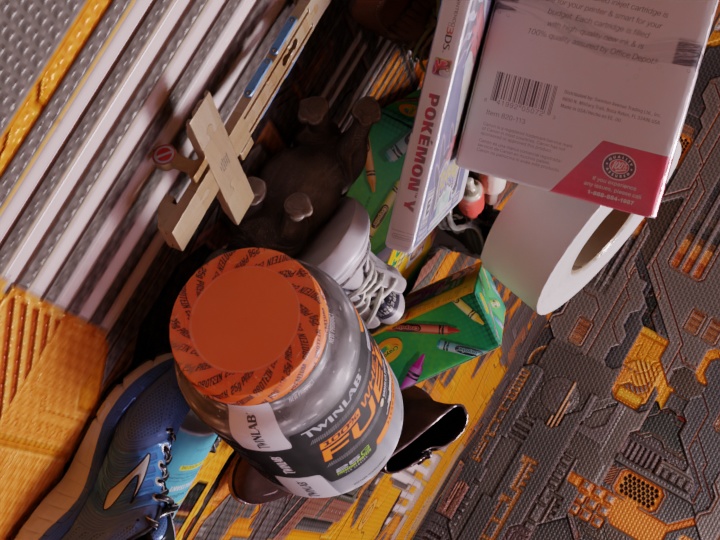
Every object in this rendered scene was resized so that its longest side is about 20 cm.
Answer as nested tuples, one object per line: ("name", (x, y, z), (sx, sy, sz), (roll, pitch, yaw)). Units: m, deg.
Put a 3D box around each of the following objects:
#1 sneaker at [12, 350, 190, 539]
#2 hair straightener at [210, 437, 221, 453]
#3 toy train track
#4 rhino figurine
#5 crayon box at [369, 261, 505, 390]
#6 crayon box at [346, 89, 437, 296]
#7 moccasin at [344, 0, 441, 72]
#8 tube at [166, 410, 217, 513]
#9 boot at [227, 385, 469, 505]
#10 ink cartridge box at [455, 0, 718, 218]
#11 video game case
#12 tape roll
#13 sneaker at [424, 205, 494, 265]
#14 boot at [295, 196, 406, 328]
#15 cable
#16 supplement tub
("sneaker", (-0.150, 0.146, 0.878), (0.200, 0.089, 0.079), (-60, 166, -13))
("hair straightener", (-0.102, 0.125, 1.097), (0.077, 0.041, 0.200), (-56, 165, -20))
("toy train track", (-0.075, -0.104, 0.788), (0.200, 0.032, 0.115), (-62, 160, -21))
("rhino figurine", (-0.060, -0.036, 0.898), (0.200, 0.060, 0.087), (-53, 174, -19))
("crayon box", (0.072, 0.052, 1.239), (0.119, 0.058, 0.200), (-25, -176, 11))
("crayon box", (0.032, -0.056, 1.147), (0.119, 0.058, 0.200), (-37, 152, -57))
("moccasin", (0.043, -0.185, 0.931), (0.074, 0.078, 0.201), (-59, 166, 1))
("tube", (-0.165, 0.182, 0.997), (0.077, 0.050, 0.200), (-16, 139, -52))
("boot", (-0.016, 0.161, 1.186), (0.200, 0.072, 0.166), (-30, -167, -19))
("ink cartridge box", (0.164, -0.154, 0.909), (0.083, 0.146, 0.200), (-44, 148, -74))
("video game case", (0.068, -0.120, 0.926), (0.200, 0.023, 0.183), (-43, 147, -70))
("tape roll", (0.200, -0.058, 1.178), (0.202, 0.071, 0.203), (-42, 160, -19))
("sneaker", (0.074, -0.022, 1.273), (0.075, 0.115, 0.200), (-49, 161, -39))
("boot", (0.000, 0.000, 0.959), (0.074, 0.096, 0.200), (-46, -170, 3))
("cable", (0.109, -0.047, 1.131), (0.097, 0.050, 0.200), (-59, 153, -20))
("supplement tub", (-0.047, 0.069, 0.858), (0.123, 0.122, 0.200), (-57, 156, -13))
